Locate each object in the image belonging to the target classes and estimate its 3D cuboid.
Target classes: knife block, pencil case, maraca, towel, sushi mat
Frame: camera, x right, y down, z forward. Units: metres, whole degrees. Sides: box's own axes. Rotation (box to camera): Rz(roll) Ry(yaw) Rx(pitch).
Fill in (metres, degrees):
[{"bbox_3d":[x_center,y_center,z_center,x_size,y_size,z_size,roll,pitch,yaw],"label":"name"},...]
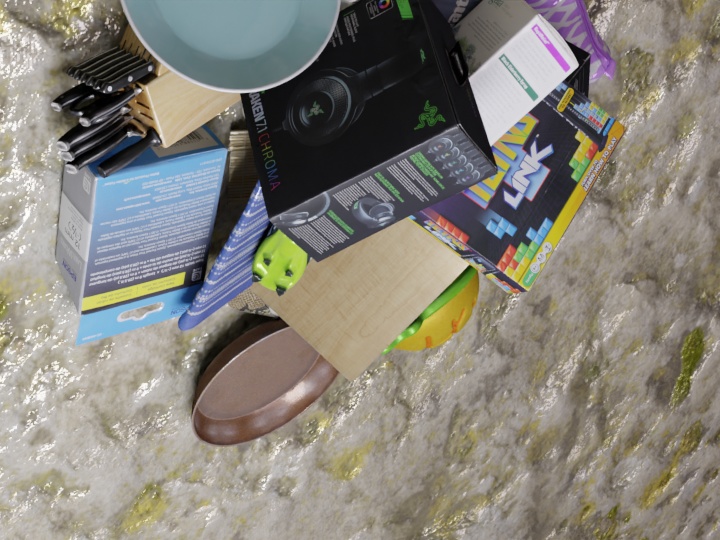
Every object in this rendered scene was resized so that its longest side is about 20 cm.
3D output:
[{"bbox_3d":[-0.176,-0.151,1.460,0.199,0.064,0.177,15,101,-50],"label":"knife block"},{"bbox_3d":[0.212,-0.278,1.735,0.200,0.085,0.084,54,45,-55],"label":"pencil case"},{"bbox_3d":[0.061,0.043,1.825,0.137,0.107,0.200,-30,-170,47],"label":"maraca"},{"bbox_3d":[-0.106,-0.038,1.585,0.201,0.024,0.145,-58,170,32],"label":"towel"},{"bbox_3d":[-0.035,-0.105,1.628,0.198,0.012,0.096,-2,130,-8],"label":"sushi mat"}]

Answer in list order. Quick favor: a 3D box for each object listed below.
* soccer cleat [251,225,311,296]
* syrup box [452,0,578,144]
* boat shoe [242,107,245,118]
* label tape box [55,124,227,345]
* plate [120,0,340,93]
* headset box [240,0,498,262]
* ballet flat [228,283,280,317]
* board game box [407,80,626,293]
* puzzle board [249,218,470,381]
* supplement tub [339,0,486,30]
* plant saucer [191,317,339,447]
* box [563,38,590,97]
[{"bbox_3d":[-0.045,-0.055,1.553,0.200,0.067,0.081,-47,-164,44],"label":"soccer cleat"},{"bbox_3d":[0.095,-0.162,1.499,0.200,0.079,0.081,-42,129,5],"label":"syrup box"},{"bbox_3d":[-0.011,-0.160,1.554,0.200,0.060,0.072,-9,127,-12],"label":"boat shoe"},{"bbox_3d":[-0.214,-0.037,1.548,0.143,0.066,0.201,-16,137,-35],"label":"label tape box"},{"bbox_3d":[-0.114,-0.248,1.400,0.199,0.201,0.026,-30,-179,-22],"label":"plate"},{"bbox_3d":[0.009,-0.135,1.418,0.199,0.175,0.093,-25,147,17],"label":"headset box"},{"bbox_3d":[-0.046,0.016,1.747,0.199,0.075,0.068,-14,132,-36],"label":"ballet flat"},{"bbox_3d":[0.144,-0.106,1.602,0.165,0.057,0.201,35,78,-14],"label":"board game box"},{"bbox_3d":[0.000,0.000,1.662,0.200,0.151,0.017,-46,-177,25],"label":"puzzle board"},{"bbox_3d":[0.040,-0.283,1.517,0.199,0.140,0.141,2,121,-45],"label":"supplement tub"},{"bbox_3d":[-0.105,0.116,1.787,0.199,0.035,0.201,-28,150,-17],"label":"plant saucer"},{"bbox_3d":[0.178,-0.153,1.753,0.141,0.079,0.200,-55,163,-14],"label":"box"}]
